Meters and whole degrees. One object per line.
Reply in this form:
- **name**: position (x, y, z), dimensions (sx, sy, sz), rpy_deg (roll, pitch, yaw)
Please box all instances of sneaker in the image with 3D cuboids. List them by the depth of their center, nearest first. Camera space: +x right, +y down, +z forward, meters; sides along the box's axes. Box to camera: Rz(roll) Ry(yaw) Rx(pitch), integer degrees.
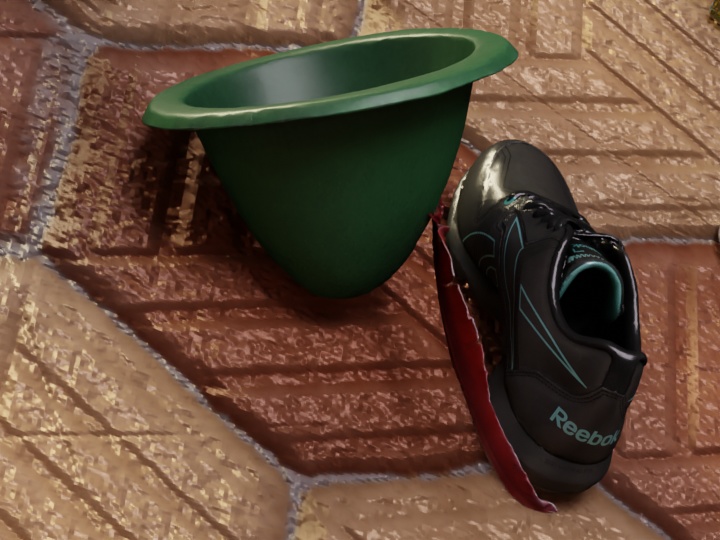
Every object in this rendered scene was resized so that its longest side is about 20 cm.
- **sneaker**: position (0.091, 0.005, 1.303), dimensions (0.075, 0.079, 0.200), rpy_deg (13, 40, -21)

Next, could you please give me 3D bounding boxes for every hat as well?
- **hat**: position (0.000, 0.000, 1.288), dimensions (0.165, 0.177, 0.200), rpy_deg (-8, 13, 11)

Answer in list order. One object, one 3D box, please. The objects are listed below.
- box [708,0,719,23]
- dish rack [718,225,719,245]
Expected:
- **box**: position (0.328, -0.159, 1.605), dimensions (0.192, 0.122, 0.200), rpy_deg (39, 38, 10)
- **dish rack**: position (0.268, 0.041, 1.411), dimensions (0.171, 0.044, 0.200), rpy_deg (10, 42, -24)
